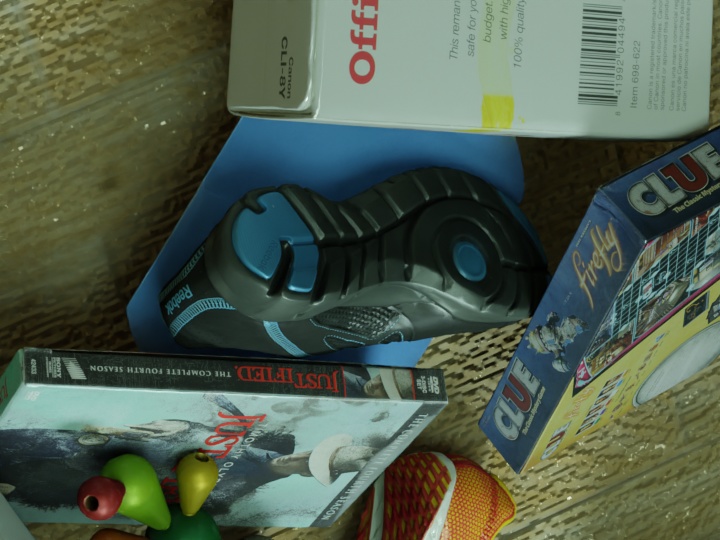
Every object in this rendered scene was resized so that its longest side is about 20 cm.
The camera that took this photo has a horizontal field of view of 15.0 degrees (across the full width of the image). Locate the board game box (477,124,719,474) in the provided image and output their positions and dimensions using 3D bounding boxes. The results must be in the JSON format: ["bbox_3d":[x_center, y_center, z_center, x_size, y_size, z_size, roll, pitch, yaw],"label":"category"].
[{"bbox_3d":[0.139,0.005,1.251,0.135,0.035,0.200,-27,157,-30],"label":"board game box"}]

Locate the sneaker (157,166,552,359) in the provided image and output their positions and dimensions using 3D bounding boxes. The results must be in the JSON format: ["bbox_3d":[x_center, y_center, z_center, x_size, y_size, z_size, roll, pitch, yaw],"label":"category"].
[{"bbox_3d":[0.000,0.000,1.219,0.200,0.073,0.082,3,153,-40],"label":"sneaker"}]

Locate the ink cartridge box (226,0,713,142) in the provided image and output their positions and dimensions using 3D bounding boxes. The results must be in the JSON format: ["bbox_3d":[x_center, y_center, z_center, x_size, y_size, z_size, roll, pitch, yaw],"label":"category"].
[{"bbox_3d":[0.049,-0.132,1.171,0.200,0.083,0.145,2,92,-30],"label":"ink cartridge box"}]

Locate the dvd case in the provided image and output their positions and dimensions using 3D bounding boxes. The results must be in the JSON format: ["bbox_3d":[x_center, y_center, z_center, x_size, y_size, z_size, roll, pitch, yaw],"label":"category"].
[{"bbox_3d":[-0.079,0.079,1.235,0.200,0.022,0.146,3,151,-25],"label":"dvd case"}]

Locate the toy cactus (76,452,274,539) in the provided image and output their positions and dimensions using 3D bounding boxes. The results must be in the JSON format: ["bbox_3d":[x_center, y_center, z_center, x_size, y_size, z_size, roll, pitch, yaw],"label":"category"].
[{"bbox_3d":[-0.053,0.155,1.239,0.102,0.165,0.200,-38,98,14],"label":"toy cactus"}]

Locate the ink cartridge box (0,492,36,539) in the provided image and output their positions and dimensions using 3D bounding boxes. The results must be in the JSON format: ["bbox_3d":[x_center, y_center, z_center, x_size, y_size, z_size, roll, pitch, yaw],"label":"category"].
[{"bbox_3d":[-0.238,0.163,1.186,0.200,0.068,0.115,-32,103,11],"label":"ink cartridge box"}]

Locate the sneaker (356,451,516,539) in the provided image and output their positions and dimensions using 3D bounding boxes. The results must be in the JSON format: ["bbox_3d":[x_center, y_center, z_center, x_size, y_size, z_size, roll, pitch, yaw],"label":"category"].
[{"bbox_3d":[0.014,0.184,1.344,0.077,0.073,0.200,22,106,-39],"label":"sneaker"}]

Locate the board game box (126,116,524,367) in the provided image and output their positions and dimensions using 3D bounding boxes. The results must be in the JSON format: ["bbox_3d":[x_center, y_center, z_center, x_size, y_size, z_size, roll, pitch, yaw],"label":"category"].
[{"bbox_3d":[-0.020,-0.020,1.256,0.158,0.039,0.200,23,105,-36],"label":"board game box"}]
